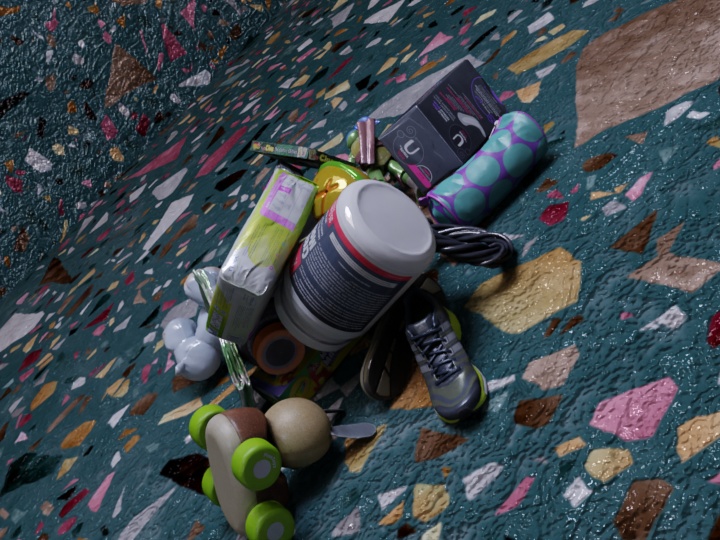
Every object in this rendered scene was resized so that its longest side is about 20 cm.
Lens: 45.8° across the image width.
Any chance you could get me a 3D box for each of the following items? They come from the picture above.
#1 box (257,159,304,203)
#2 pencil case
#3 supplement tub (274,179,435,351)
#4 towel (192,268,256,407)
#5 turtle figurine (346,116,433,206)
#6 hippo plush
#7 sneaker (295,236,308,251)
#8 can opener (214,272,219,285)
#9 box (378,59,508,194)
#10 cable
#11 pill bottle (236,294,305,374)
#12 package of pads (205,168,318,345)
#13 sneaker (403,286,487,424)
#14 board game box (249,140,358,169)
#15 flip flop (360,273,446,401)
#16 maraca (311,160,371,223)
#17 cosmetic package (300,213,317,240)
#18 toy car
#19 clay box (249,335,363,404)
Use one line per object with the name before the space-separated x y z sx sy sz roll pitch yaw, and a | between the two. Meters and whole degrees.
box | -0.146 -0.089 1.440 0.159 0.049 0.200 -62 16 13
pencil case | 0.187 -0.145 1.282 0.092 0.085 0.200 41 78 19
supplement tub | -0.011 -0.003 1.080 0.200 0.140 0.141 -48 16 37
towel | -0.197 0.111 1.244 0.023 0.153 0.201 -21 64 -12
turtle figurine | 0.032 -0.148 1.490 0.194 0.143 0.201 46 115 44
hippo plush | -0.241 0.109 1.444 0.200 0.159 0.161 44 105 23
sneaker | -0.047 -0.042 1.220 0.199 0.077 0.089 -25 45 45
can opener | -0.163 0.022 1.417 0.052 0.067 0.200 -22 -9 25
box | 0.139 -0.239 1.406 0.106 0.122 0.200 -34 10 45
cable | 0.115 -0.047 1.166 0.199 0.162 0.051 25 100 53
pill bottle | -0.141 0.071 1.241 0.106 0.106 0.200 -39 33 0
package of pads | -0.128 -0.019 1.122 0.155 0.068 0.201 118 176 -56
sneaker | 0.090 0.099 1.020 0.074 0.081 0.201 -35 36 10
board game box | -0.100 -0.195 1.470 0.199 0.104 0.024 18 96 53
flip flop | 0.050 0.086 1.132 0.057 0.081 0.201 -26 31 56
maraca | -0.008 -0.089 1.362 0.107 0.200 0.138 -28 -26 -34
cosmetic package | -0.117 -0.055 1.573 0.102 0.074 0.199 -49 25 -18
toy car | -0.086 0.224 1.061 0.199 0.159 0.164 -19 19 -28
clay box | -0.069 0.113 1.265 0.200 0.048 0.115 -50 28 -18
